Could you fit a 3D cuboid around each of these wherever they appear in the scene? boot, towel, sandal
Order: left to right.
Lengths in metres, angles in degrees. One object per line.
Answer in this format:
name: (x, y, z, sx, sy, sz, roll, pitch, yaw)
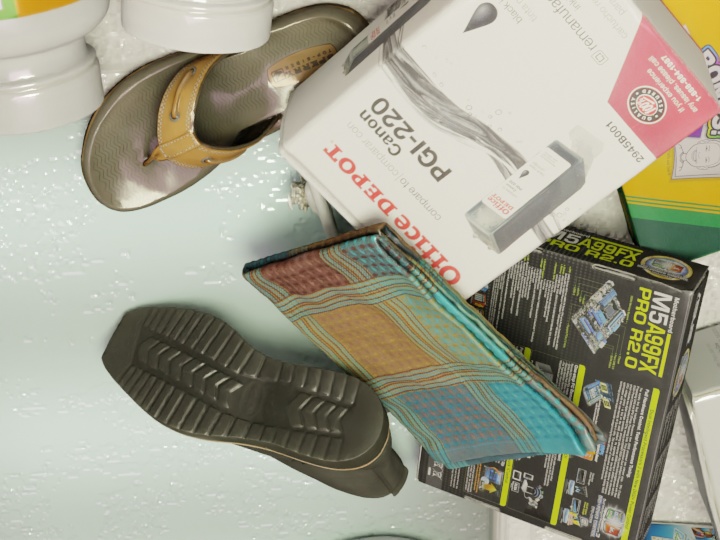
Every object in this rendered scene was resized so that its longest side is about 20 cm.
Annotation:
sandal: (-0.081, -0.094, 0.797, 0.198, 0.055, 0.082, -21, 116, 7)
boot: (-0.067, 0.101, 0.891, 0.199, 0.139, 0.078, 23, 73, 21)
towel: (0.034, 0.053, 0.795, 0.200, 0.022, 0.146, 43, 148, -23)

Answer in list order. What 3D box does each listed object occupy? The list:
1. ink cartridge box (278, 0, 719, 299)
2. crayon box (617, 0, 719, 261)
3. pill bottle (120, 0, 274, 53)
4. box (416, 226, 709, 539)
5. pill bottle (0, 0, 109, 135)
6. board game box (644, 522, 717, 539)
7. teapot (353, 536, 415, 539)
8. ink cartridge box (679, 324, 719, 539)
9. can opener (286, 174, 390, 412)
ink cartridge box: (0.073, -0.093, 0.735, 0.199, 0.085, 0.146, -37, 112, 25)
crayon box: (0.200, -0.111, 0.803, 0.118, 0.058, 0.201, -19, 116, 8)
pill bottle: (-0.082, -0.224, 0.700, 0.111, 0.113, 0.202, 4, 117, -5)
box: (0.125, 0.072, 0.860, 0.159, 0.044, 0.202, 17, 119, 22)
pill bottle: (-0.196, -0.181, 0.714, 0.110, 0.111, 0.202, -6, 117, 0)
board game box: (0.262, 0.251, 0.911, 0.125, 0.201, 0.035, 4, 119, -5)
teapot: (0.013, 0.302, 0.953, 0.196, 0.146, 0.201, 22, 114, -13)
ink cartridge box: (0.320, 0.095, 0.901, 0.198, 0.084, 0.146, -17, 117, 6)
can opener: (0.000, 0.000, 0.850, 0.066, 0.053, 0.202, -12, 117, 4)
